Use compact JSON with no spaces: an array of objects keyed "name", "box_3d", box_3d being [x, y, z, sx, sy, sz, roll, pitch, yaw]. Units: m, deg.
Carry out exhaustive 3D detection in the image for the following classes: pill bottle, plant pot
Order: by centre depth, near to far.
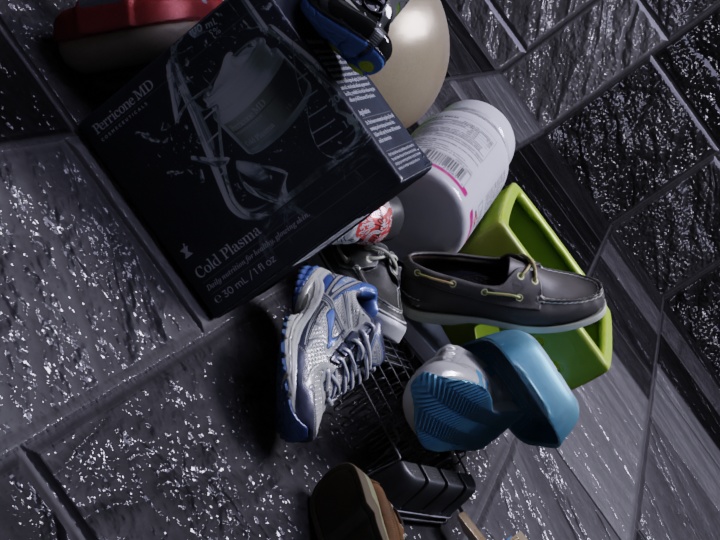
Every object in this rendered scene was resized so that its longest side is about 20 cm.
[{"name":"plant pot","box_3d":[-0.035,-0.204,1.117,0.200,0.200,0.134,54,34,0]},{"name":"pill bottle","box_3d":[0.088,-0.098,1.248,0.113,0.113,0.200,51,37,-9]},{"name":"plant pot","box_3d":[0.147,0.048,1.313,0.200,0.181,0.199,52,18,-5]}]

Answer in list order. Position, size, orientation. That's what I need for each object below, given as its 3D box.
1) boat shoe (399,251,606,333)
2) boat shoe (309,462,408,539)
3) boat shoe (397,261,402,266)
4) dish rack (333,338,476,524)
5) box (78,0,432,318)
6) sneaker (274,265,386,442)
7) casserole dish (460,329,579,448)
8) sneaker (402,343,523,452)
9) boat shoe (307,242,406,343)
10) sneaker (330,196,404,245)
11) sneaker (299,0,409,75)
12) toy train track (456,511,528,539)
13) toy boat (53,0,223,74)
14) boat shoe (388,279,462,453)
[{"name":"boat shoe","box_3d":[0.138,0.016,1.150,0.072,0.201,0.061,-86,177,-57]},{"name":"boat shoe","box_3d":[0.015,0.224,0.861,0.068,0.072,0.200,42,22,-29]},{"name":"boat shoe","box_3d":[0.023,-0.078,1.406,0.200,0.084,0.069,56,-6,51]},{"name":"dish rack","box_3d":[0.024,0.127,1.084,0.153,0.055,0.200,26,32,-57]},{"name":"box","box_3d":[-0.083,-0.102,0.989,0.197,0.200,0.124,54,18,1]},{"name":"sneaker","box_3d":[-0.021,0.063,0.975,0.200,0.085,0.077,-80,177,-53]},{"name":"casserole dish","box_3d":[0.153,0.108,1.144,0.121,0.039,0.200,56,-9,2]},{"name":"sneaker","box_3d":[0.077,0.108,1.060,0.081,0.076,0.200,53,9,24]},{"name":"boat shoe","box_3d":[0.000,0.000,1.139,0.071,0.064,0.200,30,11,-32]},{"name":"sneaker","box_3d":[-0.064,-0.081,1.124,0.201,0.067,0.108,29,21,29]},{"name":"sneaker","box_3d":[0.002,-0.221,0.955,0.071,0.083,0.200,45,21,-25]},{"name":"toy train track","box_3d":[0.128,0.275,1.116,0.115,0.033,0.200,51,12,14]},{"name":"toy boat","box_3d":[-0.188,-0.246,1.056,0.200,0.130,0.131,-38,120,-72]},{"name":"boat shoe","box_3d":[0.062,0.095,1.202,0.200,0.066,0.070,52,21,7]}]
